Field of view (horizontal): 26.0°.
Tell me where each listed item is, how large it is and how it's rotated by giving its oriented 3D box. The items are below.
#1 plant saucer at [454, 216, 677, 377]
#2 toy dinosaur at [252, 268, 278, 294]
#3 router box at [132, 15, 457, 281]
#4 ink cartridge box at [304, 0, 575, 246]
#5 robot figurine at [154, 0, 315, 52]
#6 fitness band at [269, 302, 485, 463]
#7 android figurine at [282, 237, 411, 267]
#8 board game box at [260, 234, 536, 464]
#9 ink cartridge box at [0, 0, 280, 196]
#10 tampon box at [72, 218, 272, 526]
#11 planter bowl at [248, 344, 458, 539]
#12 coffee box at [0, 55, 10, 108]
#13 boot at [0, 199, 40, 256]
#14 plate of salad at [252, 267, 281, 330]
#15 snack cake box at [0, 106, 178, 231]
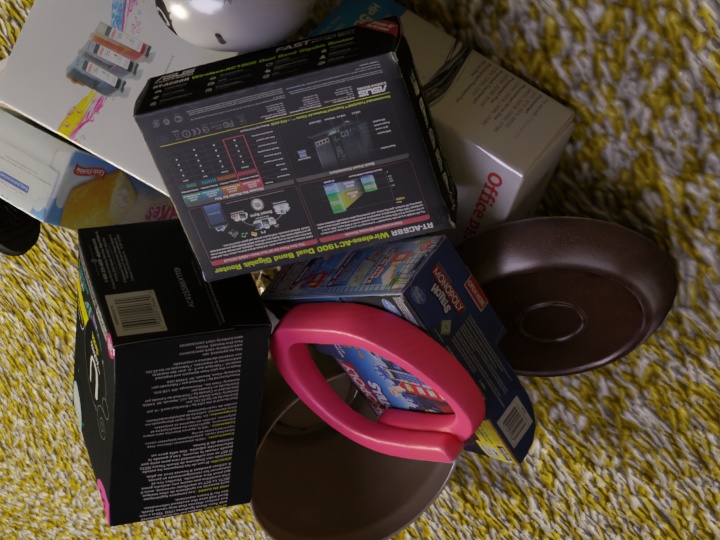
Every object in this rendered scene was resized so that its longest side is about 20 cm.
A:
[{"bbox_3d":[0.149,0.030,1.227,0.200,0.032,0.200,0,144,0],"label":"plant saucer"},{"bbox_3d":[-0.125,0.051,1.443,0.058,0.101,0.200,27,154,-27],"label":"toy dinosaur"},{"bbox_3d":[-0.043,-0.085,1.130,0.200,0.062,0.150,-12,122,13],"label":"router box"},{"bbox_3d":[0.049,-0.106,1.221,0.200,0.084,0.146,34,146,12],"label":"ink cartridge box"},{"bbox_3d":[-0.092,-0.257,1.117,0.125,0.150,0.200,9,100,58],"label":"robot figurine"},{"bbox_3d":[0.011,0.082,1.184,0.200,0.037,0.144,-2,131,54],"label":"fitness band"},{"bbox_3d":[0.000,0.000,1.312,0.200,0.041,0.182,17,157,37],"label":"android figurine"},{"bbox_3d":[0.024,0.050,1.222,0.200,0.062,0.200,12,145,46],"label":"board game box"},{"bbox_3d":[-0.164,-0.154,1.279,0.200,0.145,0.145,30,-173,24],"label":"ink cartridge box"},{"bbox_3d":[-0.159,0.080,1.272,0.150,0.126,0.200,-117,28,-46],"label":"tampon box"},{"bbox_3d":[-0.027,0.134,1.399,0.135,0.200,0.200,53,165,52],"label":"planter bowl"},{"bbox_3d":[-0.312,-0.145,1.510,0.200,0.080,0.115,-14,82,51],"label":"coffee box"},{"bbox_3d":[-0.457,-0.083,1.763,0.211,0.079,0.158,54,139,1],"label":"boot"},{"bbox_3d":[-0.119,0.035,1.516,0.200,0.048,0.200,4,95,53],"label":"plate of salad"},{"bbox_3d":[-0.232,-0.074,1.342,0.115,0.067,0.200,27,-175,31],"label":"snack cake box"}]
